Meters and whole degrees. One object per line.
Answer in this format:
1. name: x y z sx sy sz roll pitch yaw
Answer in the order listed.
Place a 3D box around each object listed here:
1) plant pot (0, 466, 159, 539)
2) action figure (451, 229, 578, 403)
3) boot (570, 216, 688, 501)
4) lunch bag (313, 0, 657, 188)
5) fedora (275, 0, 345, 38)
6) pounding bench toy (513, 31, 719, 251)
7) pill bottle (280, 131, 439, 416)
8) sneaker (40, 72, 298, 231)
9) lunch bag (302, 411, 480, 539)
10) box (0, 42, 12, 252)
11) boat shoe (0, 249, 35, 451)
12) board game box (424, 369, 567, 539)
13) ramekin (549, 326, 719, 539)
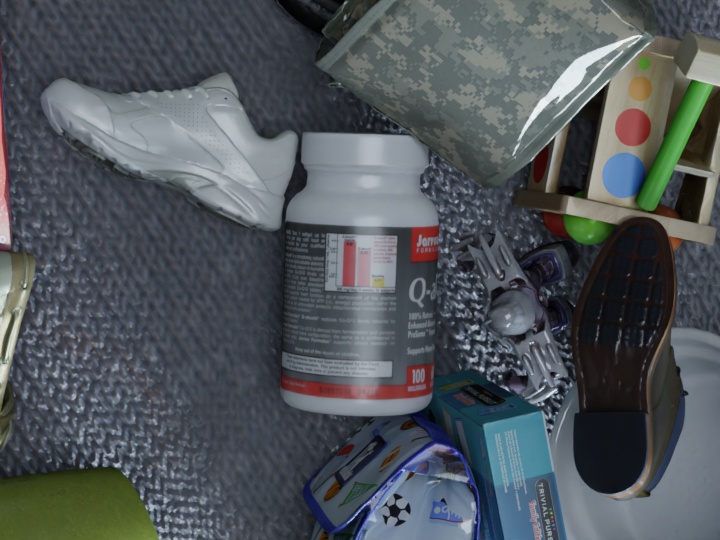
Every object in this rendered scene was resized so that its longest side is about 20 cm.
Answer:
1. plant pot: -0.246 0.222 1.311 0.199 0.187 0.189 -24 99 -23
2. action figure: 0.117 0.029 1.344 0.069 0.200 0.131 -15 90 17
3. boot: 0.195 0.068 1.327 0.074 0.097 0.202 5 76 22
4. lunch bag: 0.083 -0.167 1.271 0.163 0.118 0.200 34 126 -16
5. fedora: 0.021 -0.254 1.354 0.199 0.092 0.203 -1 95 -12
6. pounding bench toy: 0.208 -0.091 1.352 0.123 0.200 0.158 11 92 -12
7. pill bottle: 0.000 0.000 1.361 0.115 0.116 0.202 1 95 -11
8. sneaker: -0.135 -0.106 1.354 0.199 0.078 0.100 24 83 -21
9. lunch bag: 0.019 0.206 1.356 0.123 0.170 0.202 15 93 -11
10. box: -0.300 -0.112 1.301 0.099 0.095 0.202 -3 95 -12
11. boat shoe: -0.263 0.072 1.306 0.063 0.073 0.202 -4 124 -17
12. board game box: 0.099 0.163 1.351 0.046 0.200 0.152 -12 97 -9
13. ramekin: 0.248 0.150 1.386 0.097 0.199 0.202 19 91 -52
